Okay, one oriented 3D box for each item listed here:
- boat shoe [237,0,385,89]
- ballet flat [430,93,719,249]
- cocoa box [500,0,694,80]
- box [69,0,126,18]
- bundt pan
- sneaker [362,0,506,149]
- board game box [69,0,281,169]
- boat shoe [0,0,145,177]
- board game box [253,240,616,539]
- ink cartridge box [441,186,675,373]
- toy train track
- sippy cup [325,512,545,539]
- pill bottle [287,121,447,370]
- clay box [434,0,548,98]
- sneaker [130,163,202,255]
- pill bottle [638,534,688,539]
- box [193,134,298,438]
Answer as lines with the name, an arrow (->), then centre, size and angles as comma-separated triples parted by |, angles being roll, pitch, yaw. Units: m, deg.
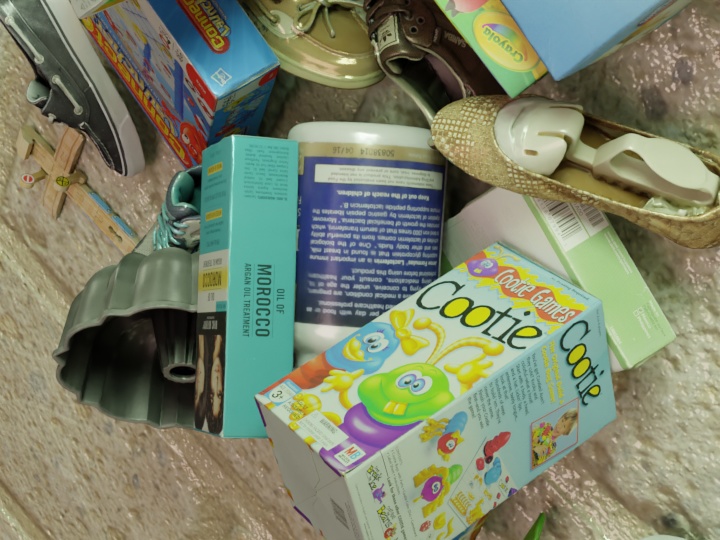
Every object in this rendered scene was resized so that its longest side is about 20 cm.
boat shoe -> -0.057, -0.202, 0.941 | 0.200, 0.073, 0.063 | 39, 135, 21
ballet flat -> 0.142, -0.072, 0.794 | 0.199, 0.071, 0.065 | 16, 158, 2
cocoa box -> 0.164, -0.217, 0.689 | 0.200, 0.133, 0.131 | -36, 86, 46
box -> -0.107, -0.253, 0.821 | 0.101, 0.200, 0.113 | -21, 102, 44
bundt pan -> -0.138, 0.049, 1.031 | 0.202, 0.201, 0.076 | -45, 38, 45
sneaker -> 0.037, -0.173, 0.869 | 0.070, 0.075, 0.200 | -29, 92, 46
board game box -> -0.150, -0.185, 0.988 | 0.200, 0.056, 0.196 | 54, 163, 6
boat shoe -> -0.249, -0.154, 1.107 | 0.072, 0.068, 0.200 | 37, 156, 49
board game box -> 0.051, 0.086, 0.829 | 0.103, 0.200, 0.105 | 34, 148, 46
ink cartridge box -> 0.119, 0.011, 0.917 | 0.146, 0.048, 0.200 | 59, 160, 1
toy train track -> -0.265, -0.060, 1.233 | 0.200, 0.033, 0.115 | 44, 134, 14
sippy cup -> 0.050, 0.157, 1.003 | 0.131, 0.177, 0.140 | -59, 35, 31
pill bottle -> 0.000, 0.000, 0.922 | 0.115, 0.116, 0.201 | 4, 91, 41
clay box -> 0.053, -0.199, 0.795 | 0.048, 0.115, 0.200 | -39, 90, 17
sneaker -> -0.129, -0.047, 1.021 | 0.200, 0.086, 0.078 | -35, 63, 30
pill bottle -> 0.200, 0.292, 0.944 | 0.113, 0.113, 0.200 | 35, 131, 24
box -> -0.080, 0.013, 0.898 | 0.082, 0.049, 0.201 | 172, 100, -69
